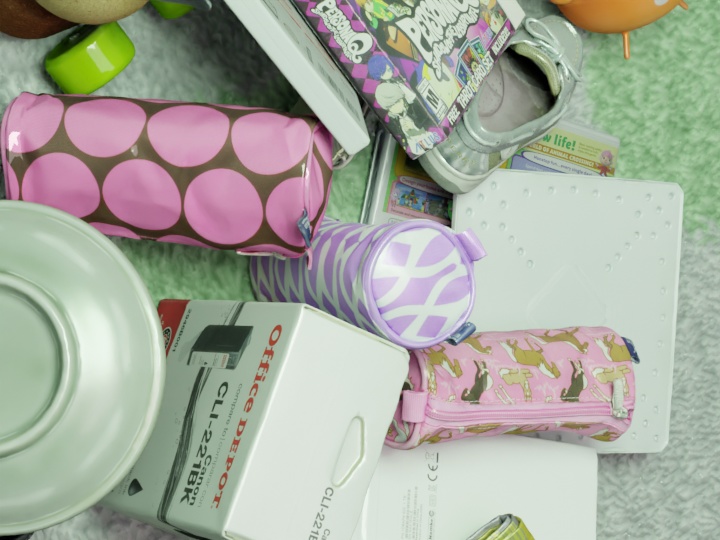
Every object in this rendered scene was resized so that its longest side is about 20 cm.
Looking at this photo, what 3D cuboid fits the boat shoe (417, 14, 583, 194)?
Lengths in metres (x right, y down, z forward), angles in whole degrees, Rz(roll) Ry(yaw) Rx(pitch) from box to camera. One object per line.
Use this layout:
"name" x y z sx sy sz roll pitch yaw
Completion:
"boat shoe" 0.110 -0.125 1.350 0.074 0.065 0.202 49 45 -1

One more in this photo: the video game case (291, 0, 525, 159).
"video game case" 0.022 -0.193 1.266 0.181 0.036 0.200 53 34 -14

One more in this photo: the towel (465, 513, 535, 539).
"towel" 0.090 0.270 1.300 0.144 0.023 0.200 -39 118 -13

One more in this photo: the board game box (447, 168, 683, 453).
"board game box" 0.142 0.031 1.396 0.200 0.026 0.201 3 91 -30

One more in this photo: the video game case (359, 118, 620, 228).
"video game case" 0.090 -0.033 1.394 0.200 0.022 0.182 15 83 -29

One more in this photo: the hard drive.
"hard drive" 0.074 0.174 1.321 0.200 0.027 0.132 11 74 -29

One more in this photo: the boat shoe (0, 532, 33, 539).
"boat shoe" -0.203 0.083 1.196 0.075 0.062 0.200 24 77 -27

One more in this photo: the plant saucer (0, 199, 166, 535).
"plant saucer" -0.216 0.056 1.135 0.200 0.050 0.201 0 86 3

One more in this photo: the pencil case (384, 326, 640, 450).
"pencil case" 0.094 0.078 1.298 0.200 0.086 0.083 1 71 -33

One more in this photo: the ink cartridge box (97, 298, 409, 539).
"ink cartridge box" -0.072 0.098 1.193 0.084 0.200 0.145 25 77 -29

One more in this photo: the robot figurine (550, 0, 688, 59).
"robot figurine" 0.172 -0.257 1.386 0.116 0.144 0.200 -25 107 12

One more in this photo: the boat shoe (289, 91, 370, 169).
"boat shoe" -0.005 -0.119 1.310 0.057 0.067 0.200 30 72 -23

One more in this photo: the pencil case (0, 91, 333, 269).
"pencil case" -0.119 -0.056 1.187 0.200 0.091 0.094 7 118 7

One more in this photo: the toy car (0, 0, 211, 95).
"toy car" -0.148 -0.202 1.139 0.158 0.200 0.164 -43 111 -15

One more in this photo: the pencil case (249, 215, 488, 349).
"pencil case" 0.000 0.000 1.240 0.086 0.200 0.084 -46 113 -17

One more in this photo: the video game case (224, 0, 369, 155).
"video game case" -0.051 -0.170 1.213 0.018 0.200 0.143 -33 119 12
